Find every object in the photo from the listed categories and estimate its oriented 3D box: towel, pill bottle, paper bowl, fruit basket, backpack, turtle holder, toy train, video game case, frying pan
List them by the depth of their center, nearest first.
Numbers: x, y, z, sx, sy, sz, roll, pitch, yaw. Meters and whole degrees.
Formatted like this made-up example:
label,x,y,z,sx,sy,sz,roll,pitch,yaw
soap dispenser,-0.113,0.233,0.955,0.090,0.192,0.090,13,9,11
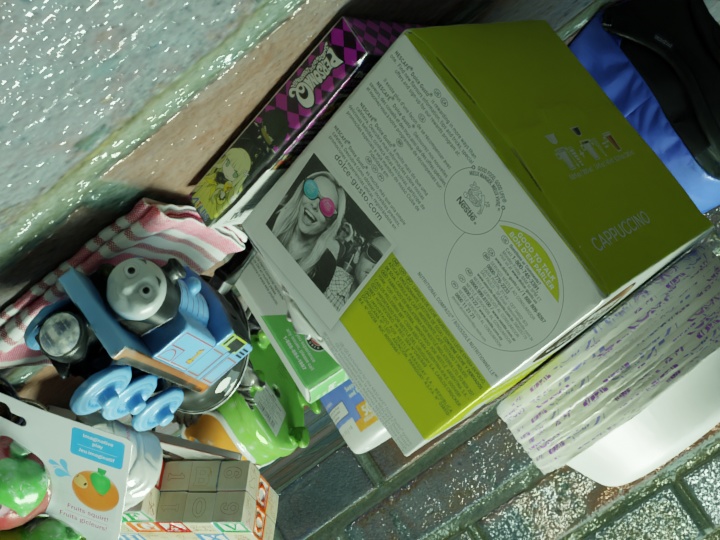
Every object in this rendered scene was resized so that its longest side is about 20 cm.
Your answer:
label,x,y,z,sx,sy,sz,roll,pitch,yaw
fruit basket,-0.246,0.163,0.662,0.094,0.183,0.202,-63,170,-55
toy train,-0.154,0.046,0.717,0.114,0.087,0.200,-41,163,-3
video game case,-0.006,-0.106,0.736,0.181,0.036,0.199,-43,165,32
paper bowl,0.207,0.082,0.748,0.200,0.105,0.201,-36,170,-7
towel,-0.190,0.019,0.754,0.199,0.030,0.146,-37,166,12
frying pan,-0.115,0.038,0.822,0.190,0.116,0.031,-39,158,21
backpack,0.298,-0.148,0.974,0.161,0.201,0.168,-27,166,-28
pill bottle,-0.011,0.065,0.975,0.111,0.201,0.112,-31,168,-7
turtle holder,-0.136,0.141,1.151,0.131,0.187,0.141,-26,136,18

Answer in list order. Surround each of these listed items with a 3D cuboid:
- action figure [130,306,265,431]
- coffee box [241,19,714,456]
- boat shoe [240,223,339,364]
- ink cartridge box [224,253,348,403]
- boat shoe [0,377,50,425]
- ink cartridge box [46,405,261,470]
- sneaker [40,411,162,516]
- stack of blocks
label,x,y,z,sx,sy,sz,roll,pitch,yaw
action figure,-0.151,0.101,0.993,0.118,0.103,0.200,-7,154,-39
coffee box,0.083,-0.031,0.698,0.199,0.201,0.198,-21,161,-51
boat shoe,-0.029,0.026,0.776,0.073,0.200,0.066,-21,153,-53
ink cartridge box,0.000,0.000,0.890,0.199,0.147,0.084,-31,167,-10
boat shoe,-0.295,0.122,0.771,0.072,0.073,0.200,-39,167,16
ink cartridge box,-0.210,0.175,0.970,0.198,0.045,0.176,17,146,-18
sneaker,-0.255,0.163,0.764,0.199,0.078,0.100,-34,130,6
stack of blocks,-0.188,0.216,0.934,0.197,0.059,0.116,-3,147,15
